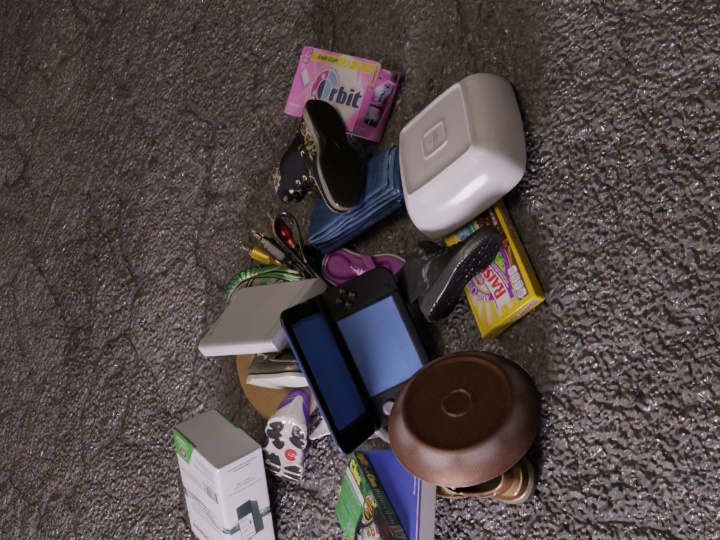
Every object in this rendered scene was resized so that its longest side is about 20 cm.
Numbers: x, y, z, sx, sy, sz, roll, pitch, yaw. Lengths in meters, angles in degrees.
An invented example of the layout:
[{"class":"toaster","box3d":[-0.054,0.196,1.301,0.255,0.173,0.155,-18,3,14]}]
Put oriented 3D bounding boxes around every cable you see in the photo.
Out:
[{"class":"cable","box3d":[-0.093,-0.015,1.595,0.200,0.050,0.097,40,99,10]}]

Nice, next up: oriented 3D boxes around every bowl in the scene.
[{"class":"bowl","box3d":[0.126,-0.165,1.411,0.199,0.074,0.202,-36,45,37]}]

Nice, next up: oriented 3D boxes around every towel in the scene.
[{"class":"towel","box3d":[-0.001,-0.111,1.558,0.199,0.048,0.113,-32,39,38]}]

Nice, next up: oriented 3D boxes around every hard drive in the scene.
[{"class":"hard drive","box3d":[-0.151,0.071,1.546,0.199,0.027,0.132,-9,38,50]},{"class":"hard drive","box3d":[0.045,0.305,1.365,0.200,0.025,0.134,154,122,-65]}]

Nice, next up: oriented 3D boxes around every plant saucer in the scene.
[{"class":"plant saucer","box3d":[0.125,0.173,1.284,0.198,0.037,0.202,-12,45,12]}]

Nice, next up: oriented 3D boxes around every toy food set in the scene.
[{"class":"toy food set","box3d":[-0.122,0.142,1.608,0.199,0.048,0.201,52,126,24]}]

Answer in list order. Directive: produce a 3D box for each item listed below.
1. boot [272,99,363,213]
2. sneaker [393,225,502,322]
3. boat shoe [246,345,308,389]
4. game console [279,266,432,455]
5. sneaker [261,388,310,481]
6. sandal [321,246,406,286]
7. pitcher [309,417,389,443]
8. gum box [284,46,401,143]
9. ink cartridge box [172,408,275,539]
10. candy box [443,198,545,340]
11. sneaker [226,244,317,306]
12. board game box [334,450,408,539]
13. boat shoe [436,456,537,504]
[{"class":"boot","box3d":[-0.069,-0.140,1.577,0.154,0.073,0.205,-52,45,44]},{"class":"sneaker","box3d":[0.106,-0.011,1.387,0.201,0.059,0.105,-57,47,32]},{"class":"boat shoe","box3d":[-0.118,0.138,1.489,0.201,0.071,0.061,162,120,-67]},{"class":"game console","box3d":[0.006,0.113,1.347,0.118,0.169,0.202,154,91,-84]},{"class":"sneaker","box3d":[-0.104,0.249,1.543,0.201,0.080,0.084,113,-179,-49]},{"class":"sandal","box3d":[-0.002,0.008,1.537,0.202,0.049,0.084,10,86,50]},{"class":"pitcher","box3d":[0.008,0.143,1.456,0.170,0.121,0.203,3,91,27]},{"class":"gum box","box3d":[-0.028,-0.283,1.638,0.199,0.066,0.115,25,98,47]},{"class":"ink cartridge box","box3d":[-0.209,0.339,1.577,0.146,0.082,0.202,27,130,47]},{"class":"candy box","box3d":[0.172,-0.018,1.377,0.102,0.026,0.202,-44,50,34]},{"class":"sneaker","box3d":[-0.148,0.034,1.668,0.199,0.078,0.086,-31,58,37]},{"class":"board game box","box3d":[0.012,0.341,1.372,0.200,0.023,0.106,-124,43,-60]},{"class":"boat shoe","box3d":[0.130,0.254,1.307,0.199,0.073,0.077,-8,72,45]}]
